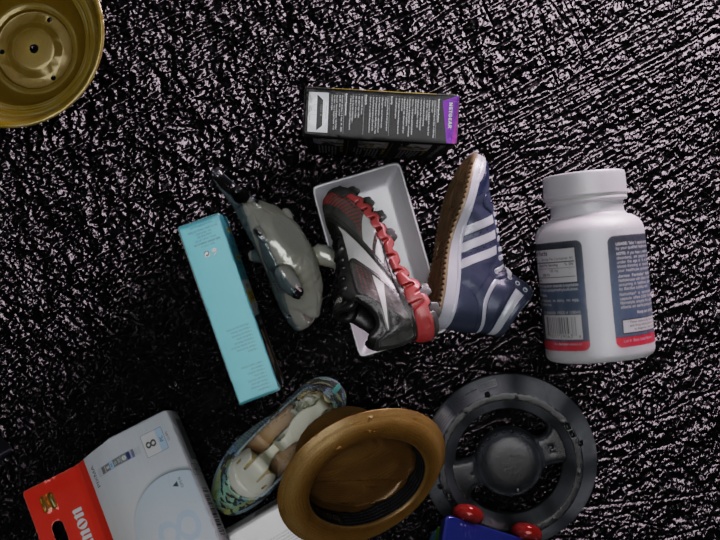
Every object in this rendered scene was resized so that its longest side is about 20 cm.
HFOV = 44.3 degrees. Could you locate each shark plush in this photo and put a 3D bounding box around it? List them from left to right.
[{"bbox_3d":[-0.111,-0.025,0.983,0.200,0.083,0.091,45,47,-5],"label":"shark plush"}]

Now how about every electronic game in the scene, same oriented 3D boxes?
[{"bbox_3d":[0.168,0.216,1.007,0.198,0.042,0.202,0,96,4],"label":"electronic game"}]

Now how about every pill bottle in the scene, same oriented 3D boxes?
[{"bbox_3d":[0.254,-0.005,0.971,0.118,0.120,0.202,-5,90,-2],"label":"pill bottle"}]

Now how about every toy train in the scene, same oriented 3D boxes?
[{"bbox_3d":[0.164,0.332,0.978,0.198,0.116,0.085,19,60,-8],"label":"toy train"}]

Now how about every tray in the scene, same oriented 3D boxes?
[{"bbox_3d":[0.022,-0.013,1.012,0.106,0.022,0.202,-16,91,-1],"label":"tray"}]

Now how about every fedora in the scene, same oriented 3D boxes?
[{"bbox_3d":[-0.006,0.207,0.961,0.199,0.082,0.202,-14,126,-20],"label":"fedora"}]

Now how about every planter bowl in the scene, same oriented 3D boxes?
[{"bbox_3d":[-0.370,-0.251,0.969,0.198,0.083,0.203,0,91,-2],"label":"planter bowl"}]

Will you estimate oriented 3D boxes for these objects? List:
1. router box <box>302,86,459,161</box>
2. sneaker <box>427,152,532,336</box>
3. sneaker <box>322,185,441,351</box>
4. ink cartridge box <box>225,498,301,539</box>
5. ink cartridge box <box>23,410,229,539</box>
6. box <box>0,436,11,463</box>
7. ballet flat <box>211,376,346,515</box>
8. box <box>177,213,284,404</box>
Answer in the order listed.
[{"bbox_3d":[0.016,-0.149,0.923,0.147,0.200,0.052,3,93,-3],"label":"router box"},{"bbox_3d":[0.142,-0.024,0.994,0.107,0.070,0.202,15,80,-13],"label":"sneaker"},{"bbox_3d":[0.000,0.000,0.941,0.097,0.071,0.202,-24,71,-17],"label":"sneaker"},{"bbox_3d":[-0.112,0.373,0.999,0.199,0.045,0.177,-29,90,-1],"label":"ink cartridge box"},{"bbox_3d":[-0.265,0.270,0.974,0.199,0.047,0.161,-26,75,-3],"label":"ink cartridge box"},{"bbox_3d":[-0.491,0.249,0.937,0.104,0.148,0.201,38,89,-1],"label":"box"},{"bbox_3d":[-0.096,0.197,0.988,0.074,0.074,0.200,42,89,-1],"label":"ballet flat"},{"bbox_3d":[-0.141,0.041,0.978,0.049,0.082,0.202,-19,91,-2],"label":"box"}]
